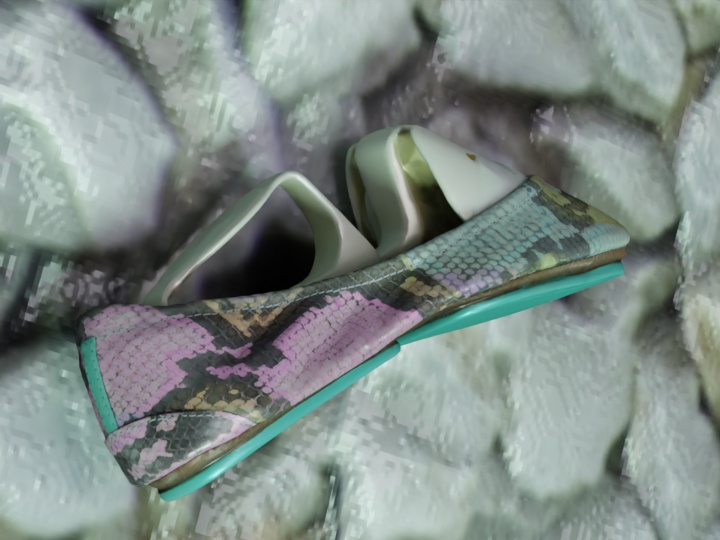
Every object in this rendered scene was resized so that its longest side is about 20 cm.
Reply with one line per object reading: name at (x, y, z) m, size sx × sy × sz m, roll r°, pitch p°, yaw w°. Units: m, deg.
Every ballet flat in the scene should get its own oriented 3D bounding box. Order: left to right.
ballet flat at (0.000, 0.000, 0.863) m, size 0.200 × 0.069 × 0.071 m, roll -25°, pitch 90°, yaw -39°
